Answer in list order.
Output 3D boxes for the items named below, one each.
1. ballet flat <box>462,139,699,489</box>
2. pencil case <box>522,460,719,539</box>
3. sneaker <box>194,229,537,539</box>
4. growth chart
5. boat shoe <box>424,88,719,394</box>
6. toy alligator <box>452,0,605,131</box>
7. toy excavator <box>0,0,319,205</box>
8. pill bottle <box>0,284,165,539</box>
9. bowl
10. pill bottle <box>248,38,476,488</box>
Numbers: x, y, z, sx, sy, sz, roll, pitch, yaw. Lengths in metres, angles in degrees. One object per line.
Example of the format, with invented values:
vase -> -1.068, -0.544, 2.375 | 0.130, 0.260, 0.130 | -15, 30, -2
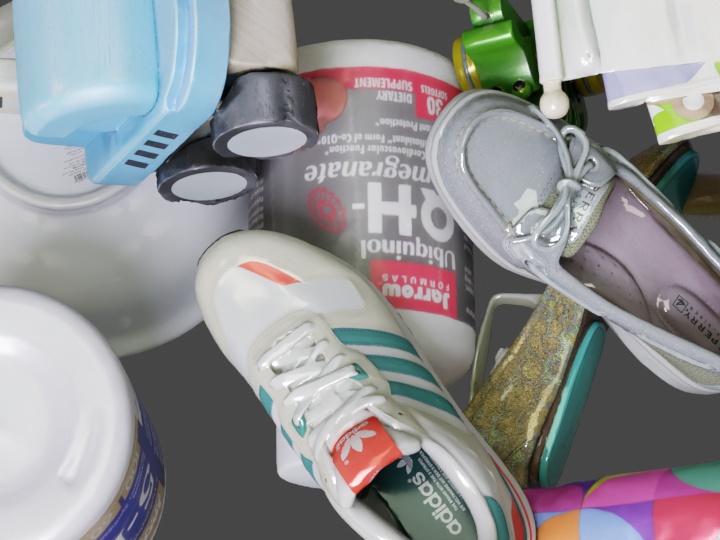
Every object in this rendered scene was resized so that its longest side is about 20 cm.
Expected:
ballet flat -> 0.101, 0.012, 1.021 | 0.070, 0.071, 0.201 | 24, 76, 8
pencil case -> 0.112, 0.131, 0.942 | 0.199, 0.088, 0.089 | -7, 72, 26
sneaker -> 0.000, 0.058, 0.886 | 0.070, 0.093, 0.200 | -40, 82, 5
growth chart -> 0.168, -0.122, 0.926 | 0.198, 0.018, 0.146 | -1, 83, 6
boat shoe -> 0.117, -0.012, 0.954 | 0.202, 0.065, 0.075 | 41, 75, -17
toy alligator -> 0.075, -0.094, 0.986 | 0.059, 0.200, 0.055 | -12, 76, 20
toy excavator -> -0.142, -0.088, 0.933 | 0.199, 0.194, 0.101 | 4, 71, -27
pill bottle -> -0.149, 0.090, 0.929 | 0.119, 0.200, 0.121 | 0, 74, 1
bowl -> -0.141, -0.063, 1.033 | 0.200, 0.090, 0.203 | 0, 73, 2
pill bottle -> 0.000, 0.000, 1.000 | 0.110, 0.111, 0.201 | -1, 74, 1
